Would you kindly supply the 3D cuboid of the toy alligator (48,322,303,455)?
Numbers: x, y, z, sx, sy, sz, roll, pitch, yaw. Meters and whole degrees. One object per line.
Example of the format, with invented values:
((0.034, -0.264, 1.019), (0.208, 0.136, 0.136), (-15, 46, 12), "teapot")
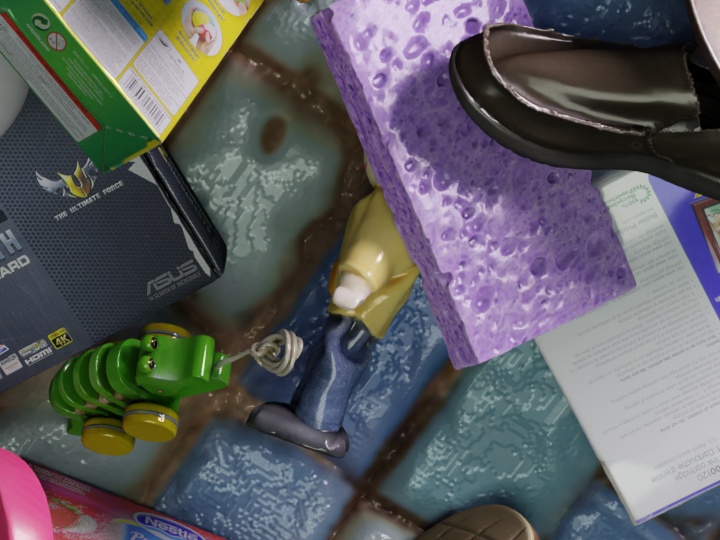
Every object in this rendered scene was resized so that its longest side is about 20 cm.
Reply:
((-0.115, 0.055, 1.181), (0.054, 0.060, 0.200), (26, 148, -34), "toy alligator")

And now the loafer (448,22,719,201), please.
((0.142, -0.093, 1.108), (0.199, 0.073, 0.071), (12, 138, -18), "loafer")

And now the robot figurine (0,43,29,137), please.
((-0.245, -0.136, 1.072), (0.125, 0.150, 0.200), (-45, 65, 23), "robot figurine")

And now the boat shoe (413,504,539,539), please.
((0.037, 0.222, 1.296), (0.200, 0.072, 0.067), (-49, 139, 8), "boat shoe")

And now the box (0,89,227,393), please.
((-0.196, -0.024, 1.192), (0.199, 0.051, 0.158), (-27, 109, 10), "box")

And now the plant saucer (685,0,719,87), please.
((0.242, -0.126, 1.110), (0.200, 0.201, 0.032), (30, 148, -13), "plant saucer")

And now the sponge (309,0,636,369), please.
((0.061, -0.061, 1.139), (0.111, 0.030, 0.201), (-25, 94, -26), "sponge")

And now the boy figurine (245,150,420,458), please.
((0.000, 0.000, 1.173), (0.064, 0.124, 0.201), (19, 93, 3), "boy figurine")

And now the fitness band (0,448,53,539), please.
((-0.229, 0.164, 1.198), (0.037, 0.200, 0.144), (14, 84, -37), "fitness band")

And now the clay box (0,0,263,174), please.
((-0.109, -0.151, 1.080), (0.047, 0.200, 0.115), (-26, 112, 35), "clay box")

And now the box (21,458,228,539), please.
((-0.130, 0.203, 1.262), (0.199, 0.096, 0.100), (22, 110, -10), "box")

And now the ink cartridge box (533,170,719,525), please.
((0.195, 0.017, 1.222), (0.197, 0.043, 0.201), (-26, 108, 9), "ink cartridge box")

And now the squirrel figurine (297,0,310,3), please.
((-0.049, -0.200, 1.049), (0.141, 0.200, 0.187), (-15, 125, 32), "squirrel figurine")
